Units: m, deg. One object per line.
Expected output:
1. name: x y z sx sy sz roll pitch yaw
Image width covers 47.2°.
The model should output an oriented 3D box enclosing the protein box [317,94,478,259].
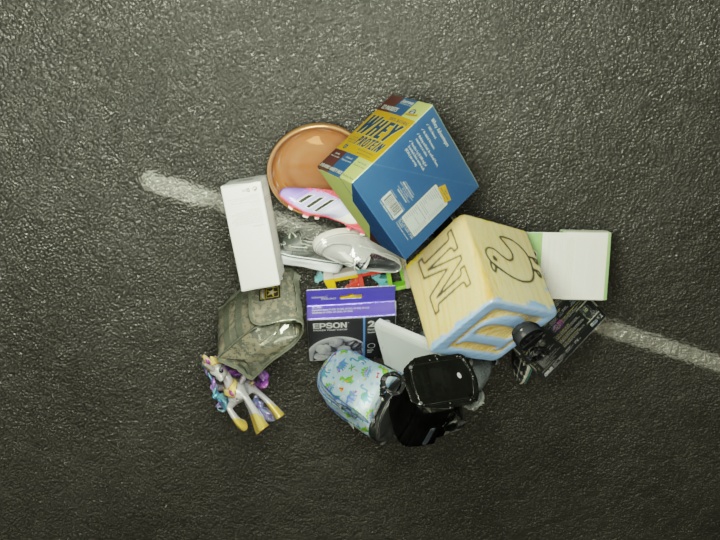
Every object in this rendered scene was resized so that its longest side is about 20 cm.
1. protein box: 0.071 -0.171 1.498 0.200 0.135 0.199 -44 125 -10

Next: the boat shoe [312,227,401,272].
1. boat shoe: -0.002 -0.030 1.632 0.199 0.069 0.072 13 129 -38

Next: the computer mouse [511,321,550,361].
1. computer mouse: 0.333 0.137 1.607 0.058 0.034 0.200 -38 150 4

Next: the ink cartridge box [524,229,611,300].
1. ink cartridge box: 0.420 -0.012 1.725 0.198 0.048 0.147 1 100 -5

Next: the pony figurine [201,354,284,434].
1. pony figurine: -0.253 0.253 1.792 0.166 0.193 0.201 -38 84 15

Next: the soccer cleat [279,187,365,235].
1. soccer cleat: -0.057 -0.131 1.571 0.199 0.067 0.077 19 108 -20

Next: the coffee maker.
1. coffee maker: 0.117 0.255 1.635 0.190 0.136 0.200 14 146 -3

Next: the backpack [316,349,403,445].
1. backpack: 0.001 0.260 1.802 0.164 0.199 0.154 -54 136 -15

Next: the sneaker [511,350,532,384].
1. sneaker: 0.408 0.185 1.898 0.079 0.078 0.201 4 127 -20

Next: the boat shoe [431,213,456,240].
1. boat shoe: 0.182 -0.068 1.682 0.073 0.063 0.202 -28 132 12

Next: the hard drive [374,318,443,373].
1. hard drive: 0.123 0.185 1.740 0.199 0.026 0.133 21 141 37

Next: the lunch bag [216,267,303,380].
1. lunch bag: -0.200 0.098 1.708 0.200 0.165 0.117 -39 125 22

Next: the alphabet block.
1. alphabet block: 0.232 0.038 1.622 0.194 0.201 0.196 12 140 -37

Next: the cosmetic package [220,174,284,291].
1. cosmetic package: -0.202 -0.073 1.568 0.080 0.113 0.202 -8 101 2

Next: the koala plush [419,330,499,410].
1. koala plush: 0.225 0.195 1.803 0.182 0.201 0.178 -14 128 5

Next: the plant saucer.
1. plant saucer: -0.079 -0.195 1.576 0.198 0.038 0.201 -2 128 -3

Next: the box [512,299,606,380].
1. box: 0.418 0.117 1.805 0.160 0.044 0.200 42 92 -22

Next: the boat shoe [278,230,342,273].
1. boat shoe: -0.130 -0.049 1.672 0.198 0.072 0.072 10 102 -8

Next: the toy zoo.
1. toy zoo: 0.000 0.000 1.744 0.198 0.021 0.132 -11 128 3

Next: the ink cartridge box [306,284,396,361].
1. ink cartridge box: -0.019 0.118 1.805 0.196 0.044 0.201 -4 135 -3
